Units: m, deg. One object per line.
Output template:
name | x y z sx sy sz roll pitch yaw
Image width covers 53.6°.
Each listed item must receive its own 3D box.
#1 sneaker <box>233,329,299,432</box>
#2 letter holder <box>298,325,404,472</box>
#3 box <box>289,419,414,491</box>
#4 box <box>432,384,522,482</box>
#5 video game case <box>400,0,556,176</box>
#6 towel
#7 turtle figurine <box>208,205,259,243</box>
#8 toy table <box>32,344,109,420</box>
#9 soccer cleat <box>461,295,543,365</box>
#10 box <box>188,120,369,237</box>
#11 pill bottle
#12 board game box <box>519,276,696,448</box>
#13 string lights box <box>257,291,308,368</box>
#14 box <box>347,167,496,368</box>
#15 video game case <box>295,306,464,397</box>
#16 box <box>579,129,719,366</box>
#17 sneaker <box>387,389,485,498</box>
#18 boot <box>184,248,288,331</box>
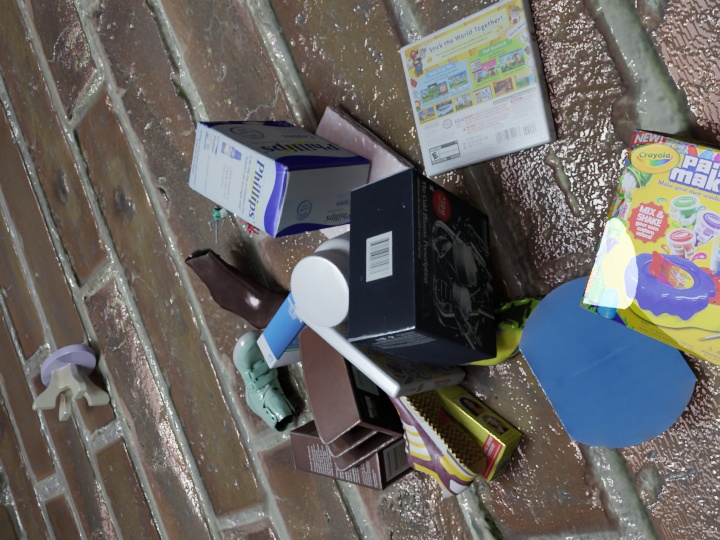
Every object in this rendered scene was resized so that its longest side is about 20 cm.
sneaker | -0.162 0.202 1.282 0.118 0.073 0.202 34 143 37
letter holder | -0.039 0.185 1.092 0.142 0.100 0.202 -38 48 25
box | -0.013 0.292 1.167 0.198 0.100 0.076 1 101 43
box | 0.134 0.212 1.043 0.199 0.050 0.076 37 123 30
video game case | 0.149 -0.235 0.938 0.199 0.023 0.184 -10 93 45
towel | -0.014 -0.127 1.111 0.200 0.032 0.192 43 125 27
turtle figurine | -0.198 -0.147 1.238 0.150 0.099 0.202 -99 27 -58
toy table | -0.734 0.288 1.803 0.201 0.182 0.118 -57 46 49
soccer cleat | 0.199 0.088 0.957 0.198 0.065 0.084 -15 128 36
box | -0.119 -0.143 1.057 0.199 0.183 0.106 30 118 32
pill bottle | 0.000 0.000 0.982 0.112 0.199 0.115 12 113 30
board game box | 0.287 0.109 0.848 0.157 0.039 0.201 -29 69 4
string lights box | -0.079 0.075 1.171 0.059 0.102 0.201 57 131 25
box | 0.080 0.004 0.903 0.103 0.181 0.203 -15 65 37
video game case | 0.030 0.103 1.014 0.199 0.181 0.023 37 110 30
box | 0.359 -0.022 0.717 0.199 0.121 0.195 25 111 36
sneaker | 0.083 0.227 1.009 0.201 0.075 0.090 52 124 22
boot | -0.216 0.030 1.264 0.199 0.073 0.167 -3 135 50
